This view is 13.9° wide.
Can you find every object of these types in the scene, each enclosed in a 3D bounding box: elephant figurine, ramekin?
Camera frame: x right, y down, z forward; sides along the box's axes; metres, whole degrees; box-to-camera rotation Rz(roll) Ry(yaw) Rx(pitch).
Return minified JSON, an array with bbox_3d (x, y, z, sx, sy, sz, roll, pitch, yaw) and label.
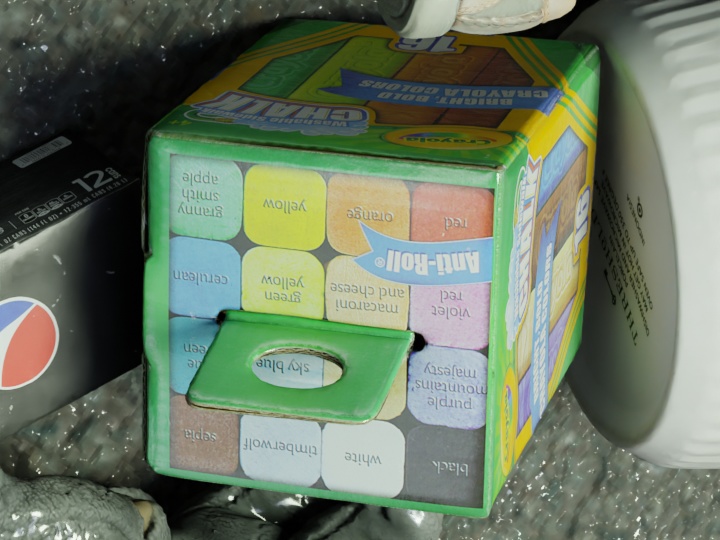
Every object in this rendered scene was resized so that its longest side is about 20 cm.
[{"bbox_3d":[-0.075,0.123,1.060,0.200,0.141,0.156,-14,90,-27],"label":"elephant figurine"},{"bbox_3d":[0.131,-0.018,1.088,0.094,0.202,0.203,-7,112,-16],"label":"ramekin"}]

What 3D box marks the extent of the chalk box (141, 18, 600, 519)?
[{"bbox_3d":[0.000,0.000,0.994,0.124,0.200,0.124,7,110,13],"label":"chalk box"}]

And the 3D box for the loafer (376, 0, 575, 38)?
[{"bbox_3d":[0.045,-0.167,0.889,0.063,0.072,0.201,-1,115,-19],"label":"loafer"}]

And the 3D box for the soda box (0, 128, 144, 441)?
[{"bbox_3d":[-0.162,0.031,1.006,0.200,0.063,0.071,-28,121,-18],"label":"soda box"}]
